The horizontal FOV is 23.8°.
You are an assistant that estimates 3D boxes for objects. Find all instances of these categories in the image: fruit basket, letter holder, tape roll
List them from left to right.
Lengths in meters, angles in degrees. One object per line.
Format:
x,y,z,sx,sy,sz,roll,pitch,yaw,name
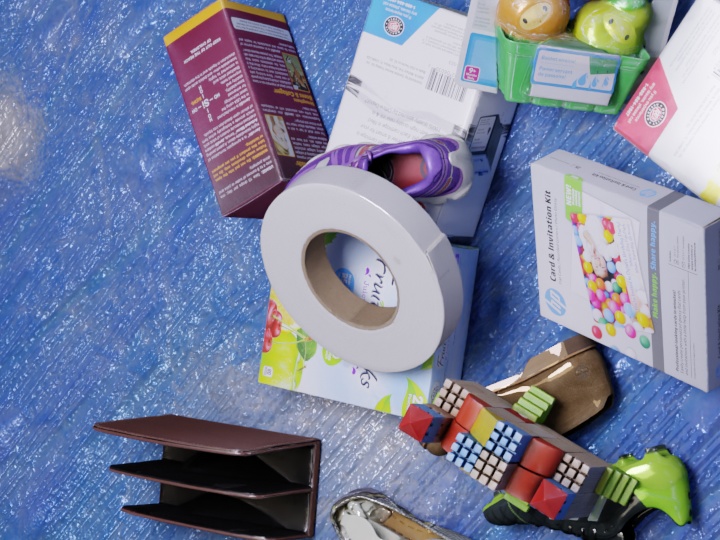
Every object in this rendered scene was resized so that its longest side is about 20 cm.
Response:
-0.162,0.210,1.720,0.199,0.142,0.101,6,92,33,letter holder
0.000,0.000,1.541,0.202,0.037,0.204,22,133,25,tape roll
0.188,-0.236,1.472,0.094,0.184,0.201,-98,17,-57,fruit basket

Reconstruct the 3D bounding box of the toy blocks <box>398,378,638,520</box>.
0.124,0.152,1.456,0.199,0.137,0.100,31,97,23,toy blocks

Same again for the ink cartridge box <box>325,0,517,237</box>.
0.061,-0.148,1.615,0.146,0.086,0.201,24,104,31,ink cartridge box

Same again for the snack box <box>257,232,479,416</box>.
0.006,0.044,1.658,0.199,0.068,0.170,9,94,32,snack box

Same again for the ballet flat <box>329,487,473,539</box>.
0.048,0.268,1.622,0.199,0.072,0.073,25,102,31,ballet flat

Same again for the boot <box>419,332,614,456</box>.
0.142,0.134,1.566,0.199,0.073,0.076,-31,79,26,boot

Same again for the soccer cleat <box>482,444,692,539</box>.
0.200,0.214,1.526,0.199,0.067,0.082,-18,80,29,soccer cleat

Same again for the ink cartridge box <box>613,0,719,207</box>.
0.337,-0.118,1.432,0.200,0.083,0.146,43,112,27,ink cartridge box

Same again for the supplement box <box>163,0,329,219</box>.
-0.107,-0.158,1.712,0.085,0.110,0.201,-28,74,30,supplement box

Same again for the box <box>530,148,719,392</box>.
0.231,-0.003,1.459,0.200,0.041,0.157,28,134,46,box

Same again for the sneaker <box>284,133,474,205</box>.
0.004,-0.087,1.553,0.199,0.083,0.081,-15,81,34,sneaker
